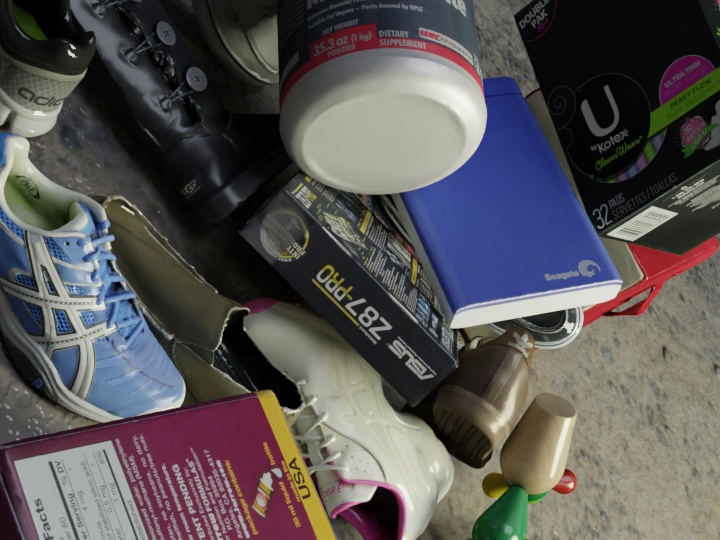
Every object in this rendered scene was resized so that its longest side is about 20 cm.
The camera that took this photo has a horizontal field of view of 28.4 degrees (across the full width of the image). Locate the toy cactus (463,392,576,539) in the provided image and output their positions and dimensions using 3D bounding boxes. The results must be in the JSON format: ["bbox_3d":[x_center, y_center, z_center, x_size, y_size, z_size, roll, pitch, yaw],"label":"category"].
[{"bbox_3d":[0.113,0.168,0.989,0.102,0.166,0.200,29,26,22],"label":"toy cactus"}]

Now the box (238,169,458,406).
[{"bbox_3d":[0.000,0.000,0.989,0.161,0.049,0.200,47,10,-6],"label":"box"}]

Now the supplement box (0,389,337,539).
[{"bbox_3d":[-0.124,0.140,0.697,0.199,0.130,0.104,-6,68,-55],"label":"supplement box"}]

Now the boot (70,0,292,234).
[{"bbox_3d":[-0.126,-0.142,1.011,0.200,0.065,0.165,51,30,-5],"label":"boot"}]

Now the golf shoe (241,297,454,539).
[{"bbox_3d":[-0.017,0.104,0.941,0.200,0.075,0.092,46,39,-16],"label":"golf shoe"}]

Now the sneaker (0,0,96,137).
[{"bbox_3d":[-0.226,-0.187,0.874,0.201,0.087,0.074,60,31,2],"label":"sneaker"}]

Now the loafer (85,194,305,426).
[{"bbox_3d":[-0.103,0.028,0.882,0.200,0.069,0.075,52,32,-12],"label":"loafer"}]

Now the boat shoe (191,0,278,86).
[{"bbox_3d":[-0.082,-0.216,1.055,0.072,0.065,0.201,-49,139,-31],"label":"boat shoe"}]

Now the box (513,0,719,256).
[{"bbox_3d":[0.230,-0.138,1.068,0.124,0.148,0.202,10,56,-46],"label":"box"}]

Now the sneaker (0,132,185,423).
[{"bbox_3d":[-0.166,0.009,0.802,0.200,0.077,0.076,48,31,-20],"label":"sneaker"}]

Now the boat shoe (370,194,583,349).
[{"bbox_3d":[0.089,-0.012,1.072,0.200,0.072,0.068,43,1,-2],"label":"boat shoe"}]

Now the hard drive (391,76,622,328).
[{"bbox_3d":[0.089,-0.055,1.027,0.131,0.025,0.201,-9,55,-21],"label":"hard drive"}]

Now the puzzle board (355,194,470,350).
[{"bbox_3d":[0.037,-0.003,1.161,0.150,0.017,0.202,24,45,-44],"label":"puzzle board"}]

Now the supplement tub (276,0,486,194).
[{"bbox_3d":[0.011,-0.168,0.986,0.140,0.140,0.202,27,48,-41],"label":"supplement tub"}]

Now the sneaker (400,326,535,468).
[{"bbox_3d":[0.083,0.088,0.991,0.070,0.076,0.200,37,-12,-1],"label":"sneaker"}]

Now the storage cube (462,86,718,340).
[{"bbox_3d":[0.166,-0.041,1.196,0.179,0.170,0.201,-15,76,-57],"label":"storage cube"}]
